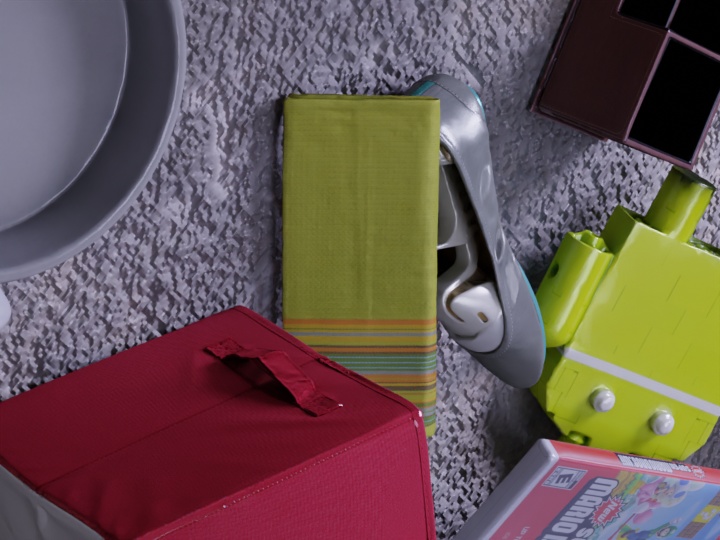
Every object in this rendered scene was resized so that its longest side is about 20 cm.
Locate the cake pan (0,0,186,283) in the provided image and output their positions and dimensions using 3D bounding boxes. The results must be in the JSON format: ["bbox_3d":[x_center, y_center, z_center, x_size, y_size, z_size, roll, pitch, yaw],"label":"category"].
[{"bbox_3d":[-0.175,-0.093,1.135,0.200,0.037,0.201,-17,118,-35],"label":"cake pan"}]

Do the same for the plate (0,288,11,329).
[{"bbox_3d":[-0.278,0.013,1.067,0.199,0.032,0.200,-34,127,-7],"label":"plate"}]

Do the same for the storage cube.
[{"bbox_3d":[-0.080,0.150,1.225,0.179,0.171,0.201,-22,121,-31],"label":"storage cube"}]

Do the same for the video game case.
[{"bbox_3d":[0.140,0.168,1.468,0.200,0.017,0.143,12,126,-41],"label":"video game case"}]

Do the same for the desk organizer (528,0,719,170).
[{"bbox_3d":[0.182,-0.166,1.375,0.072,0.077,0.201,18,96,-43],"label":"desk organizer"}]

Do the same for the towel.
[{"bbox_3d":[0.000,0.000,1.303,0.086,0.018,0.201,0,112,0],"label":"towel"}]

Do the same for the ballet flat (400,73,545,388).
[{"bbox_3d":[0.051,-0.011,1.336,0.064,0.067,0.201,-36,122,-38],"label":"ballet flat"}]

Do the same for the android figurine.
[{"bbox_3d":[0.181,0.040,1.452,0.182,0.041,0.200,23,102,-25],"label":"android figurine"}]
